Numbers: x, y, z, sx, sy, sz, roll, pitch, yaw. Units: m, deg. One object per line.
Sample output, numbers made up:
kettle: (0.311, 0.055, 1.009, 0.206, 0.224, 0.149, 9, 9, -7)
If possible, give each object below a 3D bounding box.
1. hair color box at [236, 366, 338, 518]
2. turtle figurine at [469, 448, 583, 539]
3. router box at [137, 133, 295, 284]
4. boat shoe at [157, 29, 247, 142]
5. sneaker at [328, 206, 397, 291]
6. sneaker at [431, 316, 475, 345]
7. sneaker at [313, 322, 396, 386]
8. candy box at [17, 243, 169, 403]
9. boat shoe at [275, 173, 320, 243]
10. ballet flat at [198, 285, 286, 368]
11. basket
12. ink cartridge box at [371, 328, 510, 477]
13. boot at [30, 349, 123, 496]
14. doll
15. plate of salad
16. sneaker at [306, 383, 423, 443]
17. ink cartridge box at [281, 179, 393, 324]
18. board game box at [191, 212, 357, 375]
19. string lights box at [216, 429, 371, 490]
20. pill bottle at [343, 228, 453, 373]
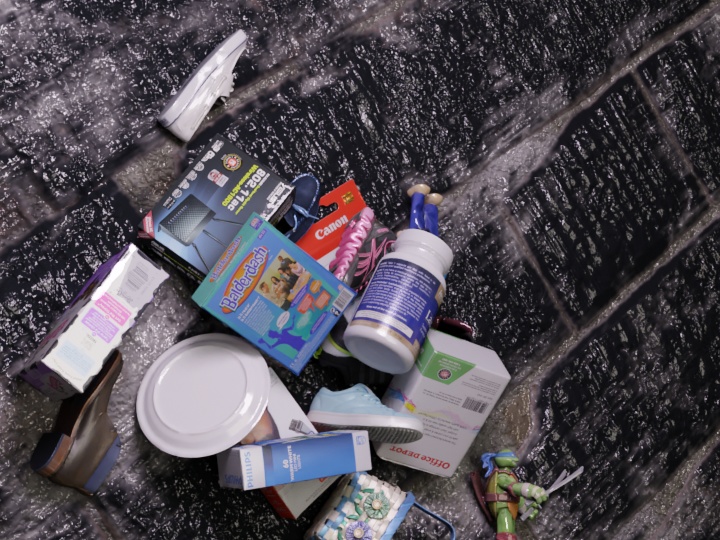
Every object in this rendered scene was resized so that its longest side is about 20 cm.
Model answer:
hair color box: (-0.127, 0.258, 1.704, 0.111, 0.064, 0.201, -40, 99, -27)
turtle figurine: (0.276, 0.398, 1.850, 0.198, 0.144, 0.196, 16, 77, -21)
router box: (-0.211, -0.083, 1.682, 0.149, 0.062, 0.201, 33, 69, 8)
boat shoe: (-0.229, -0.284, 1.750, 0.066, 0.072, 0.201, 43, 65, -19)
sneaker: (0.000, 0.000, 1.773, 0.095, 0.079, 0.201, 35, 61, -18)
sneaker: (0.167, 0.151, 1.850, 0.200, 0.115, 0.076, 46, 58, -13)
sneaker: (0.004, 0.150, 1.805, 0.199, 0.072, 0.083, 33, 109, -32)
candy box: (-0.366, 0.075, 1.549, 0.071, 0.167, 0.201, 40, 64, -15)
boat shoe: (-0.118, -0.073, 1.755, 0.083, 0.069, 0.201, 22, 65, 11)
ballet flat: (-0.172, 0.077, 1.722, 0.064, 0.076, 0.201, -34, 94, 2)
basket: (0.027, 0.412, 1.712, 0.199, 0.139, 0.177, 37, 64, -7)
ink cartridge box: (0.119, 0.207, 1.778, 0.144, 0.084, 0.201, 20, 110, -23)
boot: (-0.371, 0.215, 1.588, 0.097, 0.074, 0.201, 46, 62, -33)
doll: (0.105, -0.039, 1.861, 0.136, 0.048, 0.202, 30, 50, -47)
plate of salad: (-0.223, 0.181, 1.629, 0.197, 0.048, 0.202, -6, 53, 8)
sneaker: (0.009, 0.209, 1.721, 0.074, 0.198, 0.083, 52, 48, -54)
ink cartridge box: (-0.013, -0.029, 1.829, 0.159, 0.047, 0.201, -33, 99, -29)
board game box: (-0.121, 0.036, 1.634, 0.200, 0.045, 0.153, 39, 86, -33)
string lights box: (-0.095, 0.270, 1.624, 0.198, 0.102, 0.060, -4, 85, -28)
pill bottle: (0.062, 0.044, 1.723, 0.115, 0.115, 0.201, 35, 63, -18)
